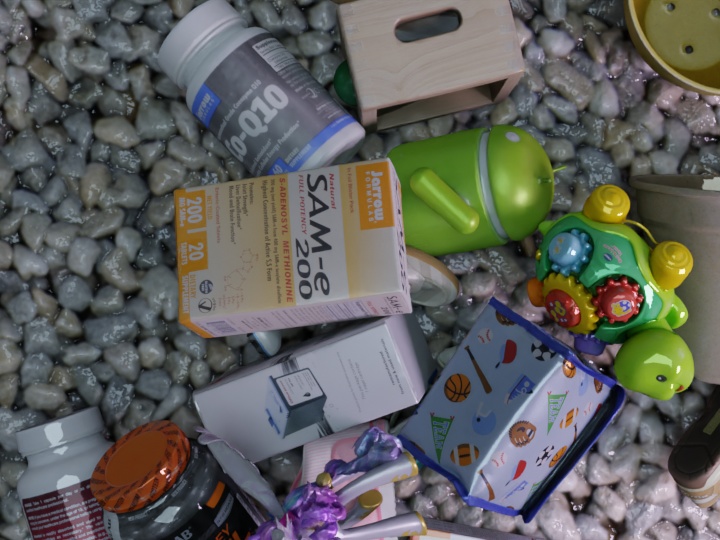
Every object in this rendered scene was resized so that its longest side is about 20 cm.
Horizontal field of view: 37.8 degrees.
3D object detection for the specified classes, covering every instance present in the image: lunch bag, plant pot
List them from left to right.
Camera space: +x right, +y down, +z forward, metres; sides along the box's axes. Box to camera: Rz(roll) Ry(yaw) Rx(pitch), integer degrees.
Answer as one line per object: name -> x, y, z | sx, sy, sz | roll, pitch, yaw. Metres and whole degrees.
lunch bag -> 0.158, 0.144, 1.008 | 0.124, 0.200, 0.170 | 39, 93, 35
plant pot -> 0.344, -0.260, 1.035 | 0.199, 0.142, 0.201 | 0, 89, 0
plant pot -> 0.355, 0.007, 1.019 | 0.199, 0.200, 0.185 | 2, 100, 1

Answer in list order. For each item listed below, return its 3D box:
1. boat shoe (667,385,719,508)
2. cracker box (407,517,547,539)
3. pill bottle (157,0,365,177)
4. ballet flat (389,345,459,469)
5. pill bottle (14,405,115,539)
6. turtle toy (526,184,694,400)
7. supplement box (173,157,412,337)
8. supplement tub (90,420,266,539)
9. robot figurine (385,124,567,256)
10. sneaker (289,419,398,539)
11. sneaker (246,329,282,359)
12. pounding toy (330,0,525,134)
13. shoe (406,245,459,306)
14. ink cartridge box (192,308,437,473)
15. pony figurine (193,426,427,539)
boat shoe -> 0.392, 0.155, 1.071 | 0.200, 0.072, 0.076 | -44, 123, -9
cracker box -> 0.138, 0.336, 1.067 | 0.199, 0.058, 0.135 | 10, 90, 2
pill bottle -> -0.101, -0.168, 1.050 | 0.114, 0.114, 0.200 | -45, 85, 0
ballet flat -> 0.088, 0.121, 1.074 | 0.069, 0.069, 0.200 | 42, 90, 1
pill bottle -> -0.272, 0.243, 1.046 | 0.112, 0.113, 0.201 | -18, 89, 0
turtle toy -> 0.230, 0.028, 0.960 | 0.101, 0.146, 0.200 | -34, 69, -26
supplement box -> -0.060, -0.018, 0.935 | 0.199, 0.074, 0.127 | -8, 73, 9
supplement tub -> -0.160, 0.245, 0.997 | 0.122, 0.123, 0.200 | -31, 118, 0
robot figurine -> 0.098, -0.076, 1.031 | 0.199, 0.175, 0.116 | -9, 104, 23
sneaker -> -0.015, 0.241, 1.043 | 0.104, 0.075, 0.201 | -6, 113, -1
sneaker -> -0.095, -0.006, 1.031 | 0.072, 0.072, 0.201 | -17, 52, 7
pounding toy -> 0.039, -0.225, 1.017 | 0.199, 0.184, 0.143 | -13, 88, 0
shoe -> 0.000, 0.000, 1.017 | 0.199, 0.070, 0.054 | 21, 60, -9
ink cartridge box -> -0.038, 0.108, 1.011 | 0.199, 0.146, 0.086 | -23, 91, 13
pony figurine -> -0.047, 0.213, 0.910 | 0.199, 0.194, 0.167 | -24, 48, -14
